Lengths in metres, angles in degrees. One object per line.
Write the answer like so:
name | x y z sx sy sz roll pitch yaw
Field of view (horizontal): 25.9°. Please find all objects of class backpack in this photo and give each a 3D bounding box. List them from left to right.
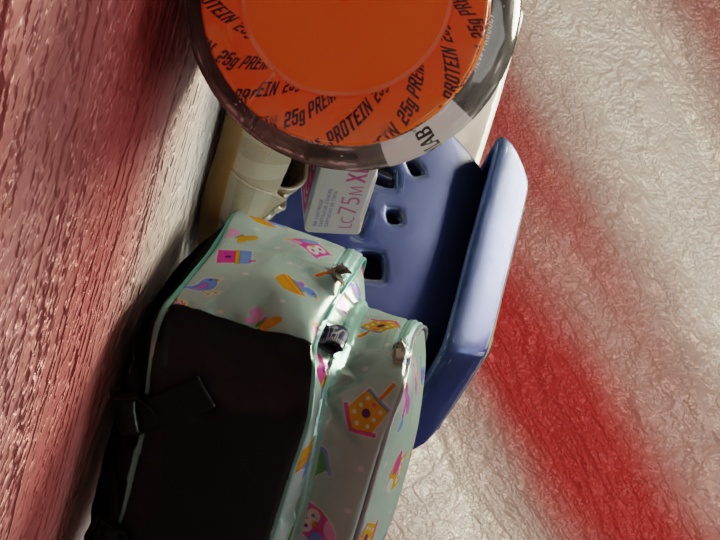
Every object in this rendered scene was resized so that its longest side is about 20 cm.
backpack | -0.047 0.071 0.793 0.200 0.152 0.177 -87 -171 -66

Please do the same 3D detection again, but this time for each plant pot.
plant pot | 0.000 0.000 1.058 0.200 0.178 0.201 114 -6 -57

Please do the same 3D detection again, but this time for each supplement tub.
supplement tub | 0.000 -0.105 0.604 0.200 0.121 0.124 -74 -178 -79

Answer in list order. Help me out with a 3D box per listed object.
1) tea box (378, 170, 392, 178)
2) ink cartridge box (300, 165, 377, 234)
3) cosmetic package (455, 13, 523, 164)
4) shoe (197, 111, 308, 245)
tea box | -0.027 -0.010 1.301 0.200 0.132 0.198 108 0 -70
ink cartridge box | -0.014 -0.136 0.920 0.120 0.042 0.201 109 -18 -51
cosmetic package | 0.037 -0.154 1.449 0.200 0.166 0.168 106 1 -73
shoe | -0.050 -0.063 0.846 0.201 0.053 0.070 108 0 -50
